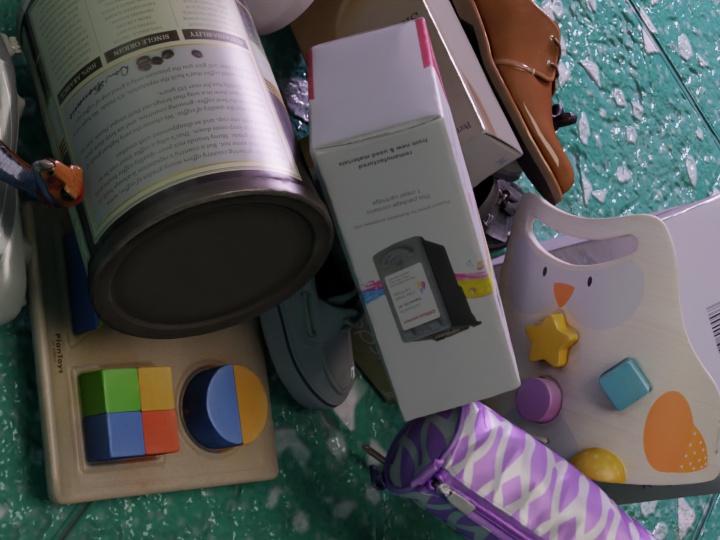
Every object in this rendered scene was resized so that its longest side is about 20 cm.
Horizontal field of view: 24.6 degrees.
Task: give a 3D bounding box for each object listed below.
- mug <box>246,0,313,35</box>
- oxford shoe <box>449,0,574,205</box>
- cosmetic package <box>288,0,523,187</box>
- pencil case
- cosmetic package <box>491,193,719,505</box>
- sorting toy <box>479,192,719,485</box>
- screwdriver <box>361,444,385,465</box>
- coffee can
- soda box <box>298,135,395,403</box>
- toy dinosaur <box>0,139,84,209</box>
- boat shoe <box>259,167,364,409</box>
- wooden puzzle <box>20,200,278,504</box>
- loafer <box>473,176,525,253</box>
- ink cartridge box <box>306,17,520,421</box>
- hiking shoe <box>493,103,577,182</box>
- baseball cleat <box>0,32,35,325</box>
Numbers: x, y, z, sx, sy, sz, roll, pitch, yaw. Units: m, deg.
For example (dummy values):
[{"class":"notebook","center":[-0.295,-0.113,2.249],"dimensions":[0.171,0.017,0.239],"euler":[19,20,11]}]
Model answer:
[{"class":"mug","center":[-0.090,-0.253,1.114],"dimensions":[0.153,0.148,0.188],"euler":[42,59,-39]},{"class":"oxford shoe","center":[0.120,-0.146,1.198],"dimensions":[0.071,0.071,0.202],"euler":[-19,77,-3]},{"class":"cosmetic package","center":[0.023,-0.146,1.167],"dimensions":[0.071,0.105,0.201],"euler":[19,42,-60]},{"class":"pencil case","center":[0.107,0.157,1.072],"dimensions":[0.199,0.084,0.086],"euler":[34,14,-20]},{"class":"cosmetic package","center":[0.199,0.068,1.269],"dimensions":[0.122,0.199,0.201],"euler":[-19,92,-45]},{"class":"sorting toy","center":[0.152,0.042,1.158],"dimensions":[0.106,0.199,0.182],"euler":[-6,104,-48]},{"class":"screwdriver","center":[0.064,0.177,1.235],"dimensions":[0.199,0.029,0.028],"euler":[35,57,-29]},{"class":"coffee can","center":[-0.114,-0.083,0.989],"dimensions":[0.145,0.146,0.201],"euler":[9,50,-43]},{"class":"soda box","center":[0.000,0.000,1.183],"dimensions":[0.201,0.067,0.064],"euler":[53,48,-21]},{"class":"toy dinosaur","center":[-0.234,-0.096,0.901],"dimensions":[0.180,0.105,0.202],"euler":[16,57,-24]},{"class":"boat shoe","center":[-0.029,0.017,1.111],"dimensions":[0.074,0.065,0.201],"euler":[-65,147,-42]},{"class":"wooden puzzle","center":[-0.124,0.047,1.056],"dimensions":[0.199,0.046,0.187],"euler":[1,78,-48]},{"class":"loafer","center":[0.075,-0.057,1.276],"dimensions":[0.199,0.063,0.073],"euler":[12,71,-42]},{"class":"ink cartridge box","center":[0.032,-0.034,1.034],"dimensions":[0.148,0.085,0.201],"euler":[-97,169,-58]},{"class":"hiking shoe","center":[0.108,-0.173,1.289],"dimensions":[0.075,0.100,0.202],"euler":[8,53,-50]},{"class":"baseball cleat","center":[-0.244,-0.065,0.958],"dimensions":[0.106,0.069,0.202],"euler":[-5,82,-45]}]
